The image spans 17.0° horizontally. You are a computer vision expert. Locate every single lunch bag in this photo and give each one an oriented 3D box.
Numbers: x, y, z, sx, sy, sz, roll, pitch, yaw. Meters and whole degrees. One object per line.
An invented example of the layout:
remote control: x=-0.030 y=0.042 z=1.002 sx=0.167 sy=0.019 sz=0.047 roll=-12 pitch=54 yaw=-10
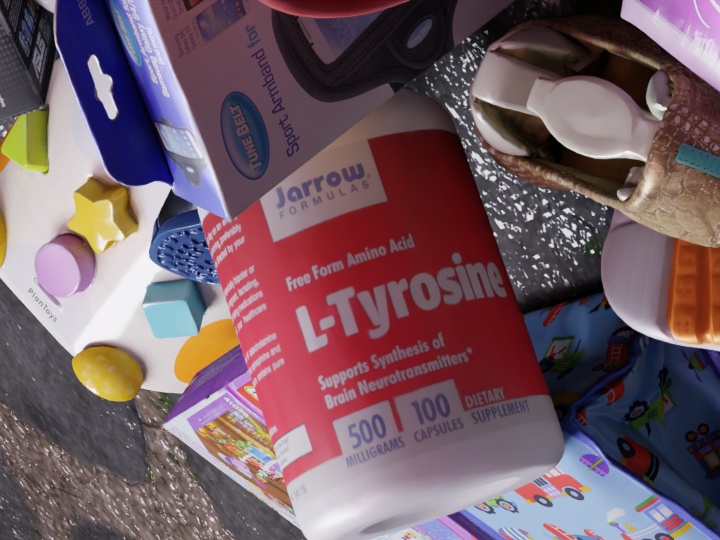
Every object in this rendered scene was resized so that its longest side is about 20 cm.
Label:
lunch bag: x=0.135 y=0.112 z=1.069 sx=0.200 sy=0.094 sz=0.150 roll=47 pitch=152 yaw=-14

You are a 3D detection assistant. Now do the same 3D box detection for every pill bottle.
pill bottle: x=0.000 y=0.000 z=0.968 sx=0.112 sy=0.112 sz=0.201 roll=-42 pitch=65 yaw=64

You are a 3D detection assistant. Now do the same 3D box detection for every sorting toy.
sorting toy: x=-0.113 y=-0.046 z=1.259 sx=0.200 sy=0.107 sz=0.180 roll=46 pitch=134 yaw=9

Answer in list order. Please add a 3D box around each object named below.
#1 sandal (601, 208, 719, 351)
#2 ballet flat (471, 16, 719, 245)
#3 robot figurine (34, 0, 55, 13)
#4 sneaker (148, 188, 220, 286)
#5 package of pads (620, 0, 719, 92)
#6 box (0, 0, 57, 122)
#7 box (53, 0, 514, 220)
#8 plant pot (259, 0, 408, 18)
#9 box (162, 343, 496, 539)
sandal: x=0.178 y=0.003 z=0.861 sx=0.206 sy=0.080 sz=0.059 roll=4 pitch=157 yaw=41
ballet flat: x=0.082 y=-0.062 z=0.886 sx=0.065 sy=0.071 sz=0.200 roll=19 pitch=-177 yaw=-30
robot figurine: x=-0.104 y=-0.184 z=1.016 sx=0.170 sy=0.112 sz=0.201 roll=50 pitch=159 yaw=40
sneaker: x=-0.044 y=-0.053 z=1.131 sx=0.070 sy=0.078 sz=0.200 roll=20 pitch=156 yaw=-17
package of pads: x=0.179 y=-0.077 z=0.750 sx=0.200 sy=0.076 sz=0.121 roll=42 pitch=150 yaw=22
box: x=-0.184 y=-0.179 z=1.093 sx=0.201 sy=0.044 sz=0.161 roll=-91 pitch=-19 yaw=-58
box: x=-0.021 y=-0.111 z=0.883 sx=0.041 sy=0.200 sz=0.120 roll=22 pitch=143 yaw=43
plant pot: x=-0.014 y=-0.213 z=0.773 sx=0.177 sy=0.200 sz=0.201 roll=48 pitch=155 yaw=24
box: x=0.008 y=0.109 z=1.219 sx=0.200 sy=0.039 sz=0.137 roll=38 pitch=154 yaw=-10
